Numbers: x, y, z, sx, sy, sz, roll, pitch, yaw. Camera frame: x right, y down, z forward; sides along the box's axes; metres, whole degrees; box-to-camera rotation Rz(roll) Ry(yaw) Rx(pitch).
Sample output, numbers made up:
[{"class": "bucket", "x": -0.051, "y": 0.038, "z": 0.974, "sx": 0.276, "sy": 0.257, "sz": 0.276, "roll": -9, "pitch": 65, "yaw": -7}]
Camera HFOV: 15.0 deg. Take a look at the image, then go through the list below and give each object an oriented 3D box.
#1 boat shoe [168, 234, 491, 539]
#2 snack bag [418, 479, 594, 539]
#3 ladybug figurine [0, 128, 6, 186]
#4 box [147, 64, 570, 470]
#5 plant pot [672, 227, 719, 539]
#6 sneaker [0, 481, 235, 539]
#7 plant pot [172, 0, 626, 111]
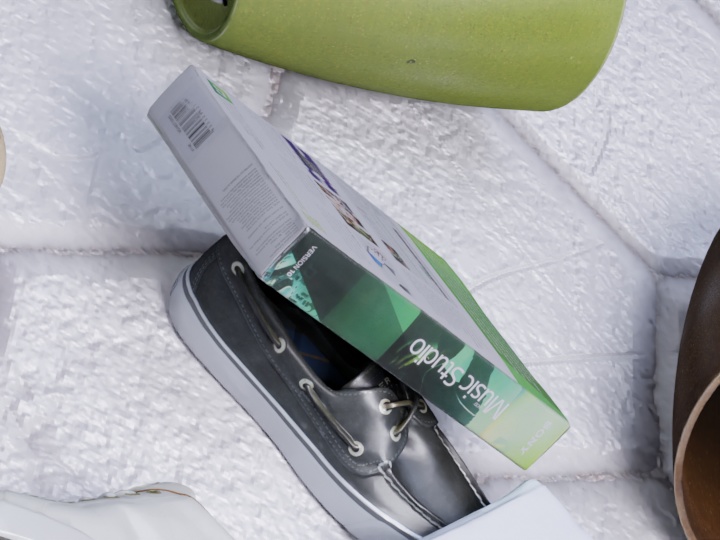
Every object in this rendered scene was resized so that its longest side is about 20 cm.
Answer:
[{"class": "boat shoe", "x": -0.005, "y": 0.062, "z": 1.255, "sx": 0.200, "sy": 0.057, "sz": 0.069, "roll": 44, "pitch": 37, "yaw": 2}, {"class": "snack bag", "x": 0.092, "y": 0.176, "z": 1.166, "sx": 0.200, "sy": 0.021, "sz": 0.188, "roll": 46, "pitch": 37, "yaw": 20}, {"class": "ladybug figurine", "x": -0.238, "y": -0.049, "z": 1.139, "sx": 0.200, "sy": 0.072, "sz": 0.136, "roll": 0, "pitch": 55, "yaw": -42}, {"class": "box", "x": 0.000, "y": 0.000, "z": 1.252, "sx": 0.200, "sy": 0.036, "sz": 0.144, "roll": 35, "pitch": 12, "yaw": -40}, {"class": "plant pot", "x": 0.239, "y": 0.046, "z": 1.415, "sx": 0.187, "sy": 0.187, "sz": 0.200, "roll": 28, "pitch": 24, "yaw": -19}, {"class": "sneaker", "x": -0.111, "y": 0.117, "z": 1.101, "sx": 0.200, "sy": 0.073, "sz": 0.085, "roll": 28, "pitch": 35, "yaw": -36}, {"class": "plant pot", "x": 0.006, "y": -0.168, "z": 1.415, "sx": 0.199, "sy": 0.187, "sz": 0.188, "roll": -7, "pitch": 57, "yaw": -28}]
